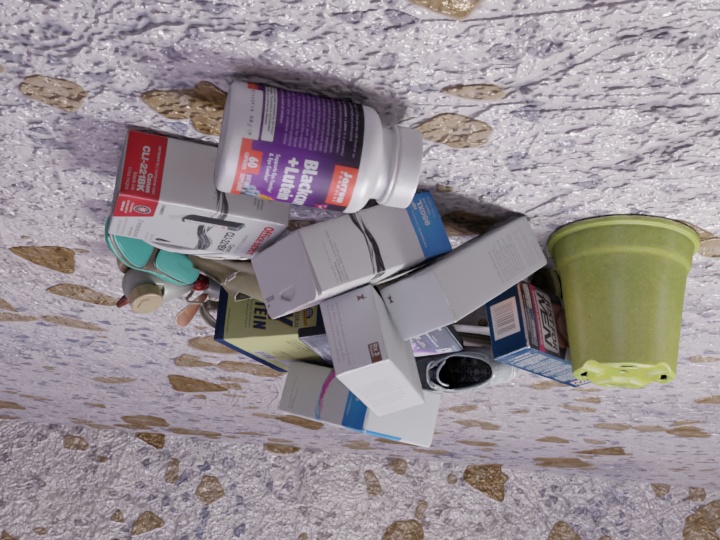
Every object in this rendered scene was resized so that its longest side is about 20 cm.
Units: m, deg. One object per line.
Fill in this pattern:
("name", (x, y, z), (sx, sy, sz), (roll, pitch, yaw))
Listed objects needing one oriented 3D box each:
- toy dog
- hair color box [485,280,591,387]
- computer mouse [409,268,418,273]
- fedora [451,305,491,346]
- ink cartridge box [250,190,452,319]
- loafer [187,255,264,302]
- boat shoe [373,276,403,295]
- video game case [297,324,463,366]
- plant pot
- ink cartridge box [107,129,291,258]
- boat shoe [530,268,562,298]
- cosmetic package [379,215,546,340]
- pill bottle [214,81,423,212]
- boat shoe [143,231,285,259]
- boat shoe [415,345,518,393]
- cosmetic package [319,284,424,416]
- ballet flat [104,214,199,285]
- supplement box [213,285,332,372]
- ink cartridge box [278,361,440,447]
("toy dog", (-0.296, 0.036, 1.539), (0.199, 0.133, 0.096), (26, 131, -27))
("hair color box", (0.255, 0.088, 1.362), (0.060, 0.101, 0.199), (-25, 149, 36))
("computer mouse", (0.106, -0.010, 1.435), (0.199, 0.034, 0.058), (12, 162, -41))
("fedora", (0.169, 0.063, 1.471), (0.198, 0.091, 0.177), (5, 168, 14))
("ink cartridge box", (-0.013, -0.018, 1.220), (0.199, 0.085, 0.144), (-18, 175, -33))
("loafer", (-0.170, 0.007, 1.398), (0.199, 0.069, 0.075), (15, -163, 40))
("boat shoe", (0.000, 0.000, 1.406), (0.059, 0.072, 0.200), (-17, 148, 27))
("video game case", (0.031, 0.096, 1.383), (0.198, 0.019, 0.143), (-10, 156, 16))
("plant pot", (0.344, 0.051, 1.305), (0.198, 0.186, 0.201), (4, 161, 1))
("ink cartridge box", (-0.191, -0.085, 1.191), (0.198, 0.085, 0.144), (9, 161, -16))
("boat shoe", (0.290, 0.044, 1.491), (0.065, 0.072, 0.201), (-7, 159, -3))
("cosmetic package", (0.131, 0.008, 1.242), (0.199, 0.072, 0.101), (-27, -178, -41))
("pill bottle", (-0.042, -0.120, 1.013), (0.198, 0.112, 0.111), (9, 161, -12))
("boat shoe", (-0.202, -0.048, 1.336), (0.198, 0.073, 0.066), (0, 158, -13))
("boat shoe", (0.132, 0.142, 1.443), (0.200, 0.071, 0.071), (-11, 177, 44))
("cosmetic package", (0.018, 0.105, 1.241), (0.073, 0.102, 0.200), (-19, 153, 10))
("ballet flat", (-0.311, -0.031, 1.417), (0.070, 0.068, 0.200), (15, 167, 33))
("supplement box", (-0.081, 0.064, 1.521), (0.198, 0.135, 0.200), (-6, 158, 27))
("ink cartridge box", (-0.003, 0.198, 1.493), (0.144, 0.085, 0.199), (20, 168, -41))
